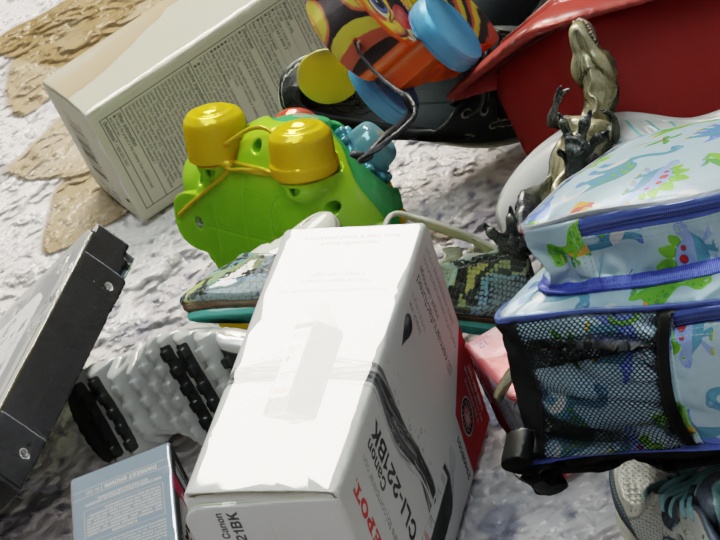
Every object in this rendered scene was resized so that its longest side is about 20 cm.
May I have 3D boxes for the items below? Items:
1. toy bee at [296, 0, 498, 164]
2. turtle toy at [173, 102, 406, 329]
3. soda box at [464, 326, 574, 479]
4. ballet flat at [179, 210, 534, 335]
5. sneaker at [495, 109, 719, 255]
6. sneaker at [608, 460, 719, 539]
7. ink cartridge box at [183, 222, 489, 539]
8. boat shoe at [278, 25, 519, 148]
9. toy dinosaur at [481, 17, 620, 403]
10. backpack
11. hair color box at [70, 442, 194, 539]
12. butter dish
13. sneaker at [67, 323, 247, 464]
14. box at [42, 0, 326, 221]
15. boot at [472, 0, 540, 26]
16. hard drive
[{"bbox_3d":[0.016,-0.142,1.557,0.131,0.109,0.200,-40,3,3],"label":"toy bee"},{"bbox_3d":[-0.042,-0.037,1.652,0.101,0.146,0.200,-25,27,-36],"label":"turtle toy"},{"bbox_3d":[0.160,0.026,1.480,0.200,0.064,0.070,-31,34,-7],"label":"soda box"},{"bbox_3d":[0.000,0.000,1.551,0.199,0.074,0.074,3,32,-13],"label":"ballet flat"},{"bbox_3d":[0.162,-0.041,1.450,0.200,0.071,0.080,-14,37,19],"label":"sneaker"},{"bbox_3d":[0.179,0.116,1.325,0.078,0.086,0.200,-35,34,-12],"label":"sneaker"},{"bbox_3d":[-0.007,0.095,1.422,0.083,0.145,0.200,-3,40,21],"label":"ink cartridge box"},{"bbox_3d":[0.049,-0.113,1.688,0.199,0.075,0.066,1,-1,1],"label":"boat shoe"},{"bbox_3d":[0.098,-0.034,1.406,0.047,0.088,0.201,15,82,15],"label":"toy dinosaur"},{"bbox_3d":[0.180,0.009,1.307,0.199,0.147,0.183,-1,20,34],"label":"backpack"},{"bbox_3d":[-0.096,0.190,1.400,0.060,0.099,0.200,-21,34,7],"label":"hair color box"},{"bbox_3d":[0.172,-0.087,1.559,0.199,0.148,0.200,-18,-4,-14],"label":"butter dish"},{"bbox_3d":[-0.086,0.057,1.569,0.081,0.075,0.200,-32,13,-34],"label":"sneaker"},{"bbox_3d":[-0.094,-0.132,1.838,0.200,0.095,0.078,-34,34,-14],"label":"box"},{"bbox_3d":[0.118,-0.179,1.770,0.200,0.077,0.168,2,40,45],"label":"boot"},{"bbox_3d":[-0.206,0.077,1.623,0.140,0.038,0.200,-40,18,43],"label":"hard drive"}]
